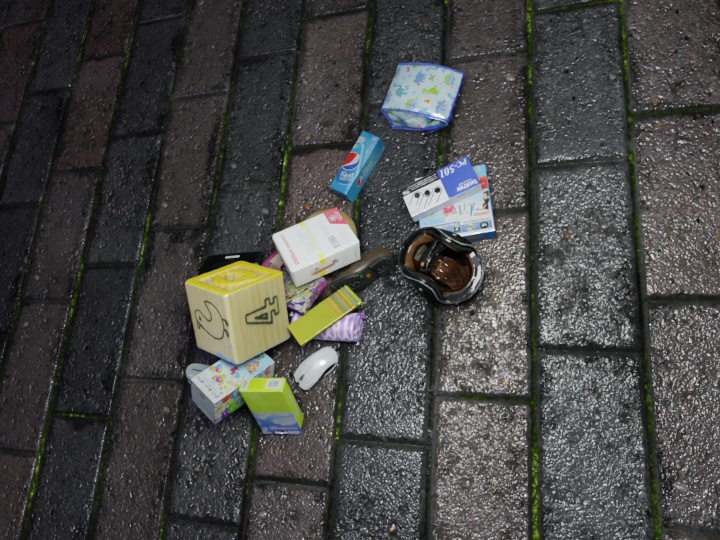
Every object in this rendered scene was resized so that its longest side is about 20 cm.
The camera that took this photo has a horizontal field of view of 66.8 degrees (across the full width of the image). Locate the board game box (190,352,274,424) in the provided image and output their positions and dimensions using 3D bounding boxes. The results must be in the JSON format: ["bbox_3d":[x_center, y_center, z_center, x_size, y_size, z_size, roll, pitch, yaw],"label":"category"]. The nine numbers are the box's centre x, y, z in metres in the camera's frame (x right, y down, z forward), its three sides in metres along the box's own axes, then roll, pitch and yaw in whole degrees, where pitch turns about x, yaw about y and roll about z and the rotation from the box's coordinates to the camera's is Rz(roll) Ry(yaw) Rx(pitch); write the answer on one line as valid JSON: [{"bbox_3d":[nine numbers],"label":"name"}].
[{"bbox_3d":[-0.343,0.300,1.478,0.105,0.103,0.200,37,48,25],"label":"board game box"}]

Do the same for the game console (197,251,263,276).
[{"bbox_3d":[-0.392,0.043,1.676,0.200,0.116,0.176,-4,43,17],"label":"game console"}]

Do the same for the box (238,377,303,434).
[{"bbox_3d":[-0.229,0.361,1.444,0.122,0.200,0.048,-3,42,13],"label":"box"}]

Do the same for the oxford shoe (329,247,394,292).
[{"bbox_3d":[0.000,0.000,1.537,0.200,0.073,0.084,-28,44,12],"label":"oxford shoe"}]

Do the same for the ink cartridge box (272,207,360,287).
[{"bbox_3d":[-0.121,-0.064,1.496,0.200,0.083,0.145,-24,58,-13],"label":"ink cartridge box"}]

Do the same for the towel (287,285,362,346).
[{"bbox_3d":[-0.096,0.120,1.469,0.200,0.018,0.086,-35,47,-11],"label":"towel"}]

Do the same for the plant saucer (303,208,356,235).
[{"bbox_3d":[-0.111,-0.097,1.612,0.200,0.035,0.200,-5,73,18],"label":"plant saucer"}]

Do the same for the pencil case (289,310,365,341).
[{"bbox_3d":[-0.093,0.150,1.510,0.200,0.084,0.086,5,43,19],"label":"pencil case"}]

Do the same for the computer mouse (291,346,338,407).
[{"bbox_3d":[-0.149,0.285,1.504,0.200,0.044,0.110,-44,64,2],"label":"computer mouse"}]

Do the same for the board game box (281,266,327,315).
[{"bbox_3d":[-0.195,0.050,1.551,0.200,0.032,0.120,18,69,44],"label":"board game box"}]

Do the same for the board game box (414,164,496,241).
[{"bbox_3d":[0.259,-0.173,1.497,0.200,0.056,0.196,-9,71,16],"label":"board game box"}]

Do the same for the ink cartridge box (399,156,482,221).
[{"bbox_3d":[0.215,-0.218,1.470,0.200,0.044,0.094,-25,69,10],"label":"ink cartridge box"}]

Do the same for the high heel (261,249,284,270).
[{"bbox_3d":[-0.217,-0.059,1.599,0.200,0.067,0.096,-43,20,-12],"label":"high heel"}]

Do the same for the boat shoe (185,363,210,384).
[{"bbox_3d":[-0.401,0.317,1.572,0.200,0.067,0.074,16,44,4],"label":"boat shoe"}]

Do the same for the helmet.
[{"bbox_3d":[0.213,-0.008,1.391,0.200,0.191,0.200,-33,42,36],"label":"helmet"}]

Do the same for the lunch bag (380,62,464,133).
[{"bbox_3d":[0.187,-0.500,1.584,0.200,0.127,0.170,12,78,32],"label":"lunch bag"}]

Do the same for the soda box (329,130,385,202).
[{"bbox_3d":[-0.007,-0.308,1.623,0.064,0.068,0.200,28,84,24],"label":"soda box"}]

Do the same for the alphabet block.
[{"bbox_3d":[-0.328,0.107,1.477,0.195,0.196,0.200,11,116,38],"label":"alphabet block"}]
